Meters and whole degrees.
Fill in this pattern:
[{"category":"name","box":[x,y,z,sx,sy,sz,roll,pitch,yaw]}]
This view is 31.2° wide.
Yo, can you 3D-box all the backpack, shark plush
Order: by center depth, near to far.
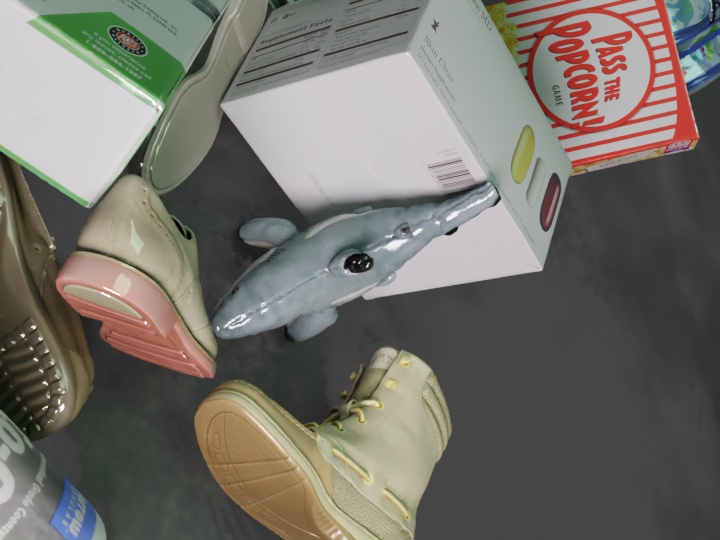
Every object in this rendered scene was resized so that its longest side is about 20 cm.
[{"category":"shark plush","box":[0.000,0.000,0.852,0.083,0.200,0.091,-52,131,-79]},{"category":"backpack","box":[0.254,-0.219,1.205,0.200,0.183,0.147,-27,95,-44]}]

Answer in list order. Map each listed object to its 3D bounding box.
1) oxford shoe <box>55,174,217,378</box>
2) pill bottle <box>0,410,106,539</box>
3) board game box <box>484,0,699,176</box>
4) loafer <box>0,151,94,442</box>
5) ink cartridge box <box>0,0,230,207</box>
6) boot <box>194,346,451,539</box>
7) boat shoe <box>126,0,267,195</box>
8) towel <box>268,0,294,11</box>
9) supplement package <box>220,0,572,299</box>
[{"category":"oxford shoe","box":[-0.110,0.011,0.731,0.071,0.200,0.074,16,73,7]},{"category":"pill bottle","box":[-0.197,0.128,0.627,0.200,0.114,0.114,52,44,-20]},{"category":"board game box","box":[0.165,-0.155,1.078,0.046,0.200,0.152,44,33,-79]},{"category":"loafer","box":[-0.203,0.000,0.709,0.067,0.076,0.200,40,29,-78]},{"category":"ink cartridge box","box":[-0.160,-0.147,0.717,0.146,0.083,0.200,34,32,-11]},{"category":"boot","box":[-0.016,0.104,0.866,0.200,0.073,0.156,48,46,-26]},{"category":"boat shoe","box":[-0.121,-0.131,0.868,0.067,0.057,0.200,79,27,-51]},{"category":"towel","box":[-0.075,-0.304,0.951,0.153,0.023,0.200,52,32,-66]},{"category":"supplement package","box":[0.032,-0.094,0.908,0.200,0.156,0.111,53,42,-34]}]
